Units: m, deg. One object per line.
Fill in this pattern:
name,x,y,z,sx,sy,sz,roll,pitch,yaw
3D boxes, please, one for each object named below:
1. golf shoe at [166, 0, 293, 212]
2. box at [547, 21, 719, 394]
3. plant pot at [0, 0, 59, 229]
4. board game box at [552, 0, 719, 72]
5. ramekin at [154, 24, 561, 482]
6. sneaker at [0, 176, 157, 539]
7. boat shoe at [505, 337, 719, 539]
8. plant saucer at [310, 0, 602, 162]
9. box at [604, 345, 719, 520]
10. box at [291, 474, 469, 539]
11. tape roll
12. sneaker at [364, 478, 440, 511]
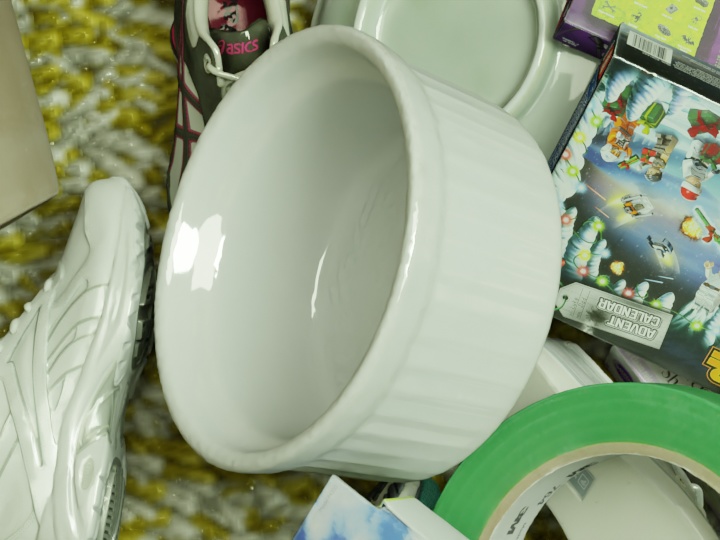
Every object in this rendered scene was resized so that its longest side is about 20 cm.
golf shoe,-0.062,-0.076,1.229,0.077,0.088,0.201,-8,77,-4
box,0.178,-0.010,1.153,0.199,0.137,0.040,24,32,-2
plant pot,-0.234,-0.084,1.191,0.199,0.200,0.174,-31,94,-8
board game box,0.201,-0.123,1.171,0.199,0.032,0.121,23,75,-3
ramekin,0.000,0.000,1.123,0.097,0.200,0.202,17,72,-34
sneaker,-0.154,0.047,1.203,0.099,0.078,0.201,9,75,5
boat shoe,0.126,0.107,1.177,0.200,0.068,0.072,46,124,31
plant saucer,0.052,-0.110,1.211,0.199,0.050,0.201,-4,81,28
box,0.193,0.109,1.206,0.041,0.039,0.200,-33,78,-10
box,0.042,0.191,1.078,0.200,0.048,0.122,36,103,21
tape roll,0.122,0.150,1.096,0.199,0.048,0.202,-1,86,24
sneaker,0.013,0.193,1.176,0.079,0.077,0.201,11,83,-12
